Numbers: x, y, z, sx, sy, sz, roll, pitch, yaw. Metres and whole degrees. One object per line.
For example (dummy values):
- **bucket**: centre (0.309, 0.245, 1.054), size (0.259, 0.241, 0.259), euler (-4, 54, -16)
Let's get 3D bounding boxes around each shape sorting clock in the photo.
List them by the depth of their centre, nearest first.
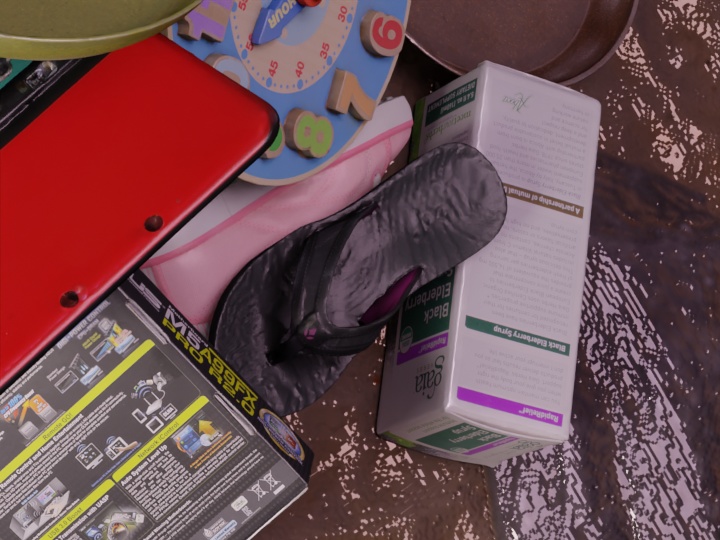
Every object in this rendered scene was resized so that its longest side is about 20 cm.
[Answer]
- **shape sorting clock**: centre (-0.031, -0.141, 1.359), size (0.199, 0.039, 0.201), euler (-16, 111, -48)

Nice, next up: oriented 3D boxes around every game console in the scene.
- **game console**: centre (-0.146, -0.014, 1.247), size (0.200, 0.172, 0.119), euler (-43, 81, -16)

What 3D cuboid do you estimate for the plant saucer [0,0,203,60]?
- **plant saucer**: centre (-0.158, -0.153, 1.229), size (0.199, 0.031, 0.201), euler (10, 39, -9)

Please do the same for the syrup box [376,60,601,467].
- **syrup box**: centre (0.070, -0.001, 1.492), size (0.081, 0.079, 0.201), euler (17, 70, -24)

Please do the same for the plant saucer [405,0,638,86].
- **plant saucer**: centre (0.069, -0.191, 1.562), size (0.199, 0.034, 0.201), euler (11, 68, -27)

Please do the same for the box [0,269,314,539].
- **box**: centre (-0.146, 0.101, 1.296), size (0.200, 0.044, 0.160), euler (-42, 100, 13)

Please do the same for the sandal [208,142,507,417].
- **sandal**: centre (0.000, -0.001, 1.387), size (0.200, 0.048, 0.075), euler (-42, 99, -25)

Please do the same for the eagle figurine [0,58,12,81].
- **eagle figurine**: centre (-0.242, -0.111, 1.288), size (0.199, 0.151, 0.152), euler (16, 62, 0)

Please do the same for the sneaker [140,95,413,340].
- **sneaker**: centre (-0.038, -0.014, 1.444), size (0.200, 0.075, 0.105), euler (-33, 105, -36)

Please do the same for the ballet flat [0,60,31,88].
- **ballet flat**: centre (-0.159, -0.143, 1.422), size (0.072, 0.068, 0.201), euler (20, 63, -44)
